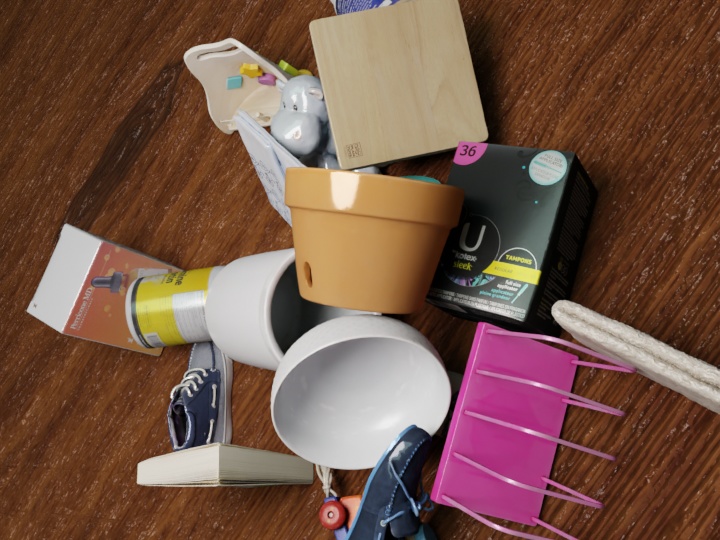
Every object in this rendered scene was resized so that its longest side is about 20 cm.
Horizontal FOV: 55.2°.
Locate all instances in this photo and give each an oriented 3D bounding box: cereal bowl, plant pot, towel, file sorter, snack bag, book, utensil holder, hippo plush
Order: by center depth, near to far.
[{"bbox_3d":[0.301,0.090,0.716,0.200,0.132,0.035,29,89,34],"label":"towel"},{"bbox_3d":[0.188,0.174,0.727,0.125,0.138,0.201,-2,70,67],"label":"file sorter"},{"bbox_3d":[0.008,-0.032,0.765,0.199,0.200,0.141,9,94,33],"label":"plant pot"},{"bbox_3d":[-0.002,0.127,0.781,0.200,0.200,0.083,-36,29,16],"label":"cereal bowl"},{"bbox_3d":[-0.171,0.263,0.904,0.133,0.200,0.048,-13,68,27],"label":"book"},{"bbox_3d":[-0.097,0.052,0.914,0.200,0.169,0.171,-2,72,55],"label":"utensil holder"},{"bbox_3d":[-0.040,-0.211,1.003,0.159,0.161,0.201,22,86,34],"label":"hippo plush"},{"bbox_3d":[-0.106,-0.118,1.004,0.021,0.189,0.200,-34,52,-15],"label":"snack bag"}]

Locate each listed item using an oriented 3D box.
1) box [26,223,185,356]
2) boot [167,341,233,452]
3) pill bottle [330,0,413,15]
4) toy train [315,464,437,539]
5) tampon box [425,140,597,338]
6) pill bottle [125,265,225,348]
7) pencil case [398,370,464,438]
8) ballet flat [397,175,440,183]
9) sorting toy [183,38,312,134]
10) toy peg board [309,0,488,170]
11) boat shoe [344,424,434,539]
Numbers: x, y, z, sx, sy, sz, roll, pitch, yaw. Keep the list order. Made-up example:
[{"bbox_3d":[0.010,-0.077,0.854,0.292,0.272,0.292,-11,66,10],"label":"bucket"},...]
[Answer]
[{"bbox_3d":[-0.398,0.036,1.115,0.106,0.200,0.153,20,86,34],"label":"box"},{"bbox_3d":[-0.245,0.177,1.042,0.072,0.090,0.201,-23,64,23],"label":"boot"},{"bbox_3d":[0.028,-0.402,1.052,0.116,0.116,0.200,-43,58,12],"label":"pill bottle"},{"bbox_3d":[0.012,0.288,0.862,0.115,0.085,0.201,-28,61,9],"label":"toy train"},{"bbox_3d":[0.178,-0.036,0.835,0.149,0.126,0.201,13,81,34],"label":"tampon box"},{"bbox_3d":[-0.243,0.053,1.051,0.199,0.112,0.113,-8,69,7],"label":"pill bottle"},{"bbox_3d":[0.084,0.151,0.860,0.199,0.078,0.090,17,85,34],"label":"pencil case"},{"bbox_3d":[0.030,-0.095,0.985,0.199,0.062,0.068,0,53,21],"label":"ballet flat"},{"bbox_3d":[-0.182,-0.310,1.110,0.199,0.180,0.107,1,75,31],"label":"sorting toy"},{"bbox_3d":[0.048,-0.243,0.940,0.198,0.098,0.201,-12,87,-3],"label":"toy peg board"},{"bbox_3d":[0.042,0.269,0.762,0.068,0.084,0.201,29,107,34],"label":"boat shoe"}]
